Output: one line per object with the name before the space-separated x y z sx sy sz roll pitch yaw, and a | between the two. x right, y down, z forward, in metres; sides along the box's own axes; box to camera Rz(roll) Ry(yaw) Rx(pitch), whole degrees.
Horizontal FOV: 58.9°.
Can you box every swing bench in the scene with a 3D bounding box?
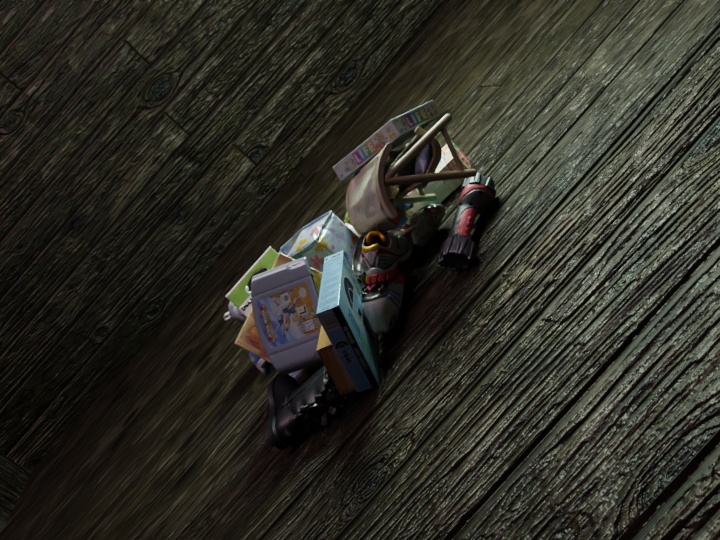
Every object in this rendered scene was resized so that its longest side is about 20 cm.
swing bench | 0.076 -0.174 1.206 0.199 0.131 0.199 -27 2 -19

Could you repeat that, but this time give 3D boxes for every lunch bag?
lunch bag | -0.083 -0.026 1.494 0.199 0.169 0.128 -28 28 47

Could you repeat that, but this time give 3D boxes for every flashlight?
flashlight | 0.199 -0.089 1.159 0.068 0.067 0.201 114 177 -52

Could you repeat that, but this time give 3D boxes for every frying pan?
frying pan | 0.008 -0.006 1.350 0.115 0.031 0.192 -31 45 56

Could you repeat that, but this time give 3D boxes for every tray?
tray | -0.037 0.128 1.170 0.037 0.099 0.200 -21 21 12

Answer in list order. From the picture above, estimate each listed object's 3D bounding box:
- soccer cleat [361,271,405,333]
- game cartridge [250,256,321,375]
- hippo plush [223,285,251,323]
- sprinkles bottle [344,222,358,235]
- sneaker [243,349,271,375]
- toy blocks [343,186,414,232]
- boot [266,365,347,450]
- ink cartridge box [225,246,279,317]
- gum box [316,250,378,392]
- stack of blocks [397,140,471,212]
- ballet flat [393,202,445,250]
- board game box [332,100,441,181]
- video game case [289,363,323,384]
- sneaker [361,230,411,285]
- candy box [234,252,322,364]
soccer cleat | 0.045 0.061 1.203 0.069 0.087 0.200 -12 9 18
game cartridge | -0.134 0.089 1.212 0.132 0.202 0.042 -19 -13 1
hippo plush | -0.247 0.100 1.628 0.160 0.161 0.199 -54 20 -16
sprinkles bottle | -0.076 -0.034 1.652 0.200 0.068 0.068 -46 19 11
sneaker | -0.153 0.152 1.393 0.199 0.083 0.074 -32 -16 2
toy blocks | 0.052 -0.126 1.400 0.101 0.136 0.200 -68 9 -23
boot | -0.100 0.226 1.196 0.162 0.073 0.199 -43 22 17
ink cartridge box | -0.158 0.072 1.335 0.148 0.200 0.076 -48 -17 -2
gum box | -0.019 0.085 1.131 0.044 0.171 0.201 -20 26 12
stack of blocks | 0.156 -0.192 1.452 0.200 0.058 0.116 -41 20 21
ballet flat | 0.109 -0.069 1.336 0.200 0.075 0.065 -36 53 45
board game box | 0.049 -0.252 1.249 0.134 0.034 0.199 -35 5 -40
video game case | -0.083 0.145 1.387 0.180 0.025 0.201 -40 21 26
sneaker | 0.049 -0.045 1.229 0.077 0.083 0.200 -13 17 15
candy box | -0.150 0.081 1.263 0.202 0.114 0.055 -64 -13 -5
